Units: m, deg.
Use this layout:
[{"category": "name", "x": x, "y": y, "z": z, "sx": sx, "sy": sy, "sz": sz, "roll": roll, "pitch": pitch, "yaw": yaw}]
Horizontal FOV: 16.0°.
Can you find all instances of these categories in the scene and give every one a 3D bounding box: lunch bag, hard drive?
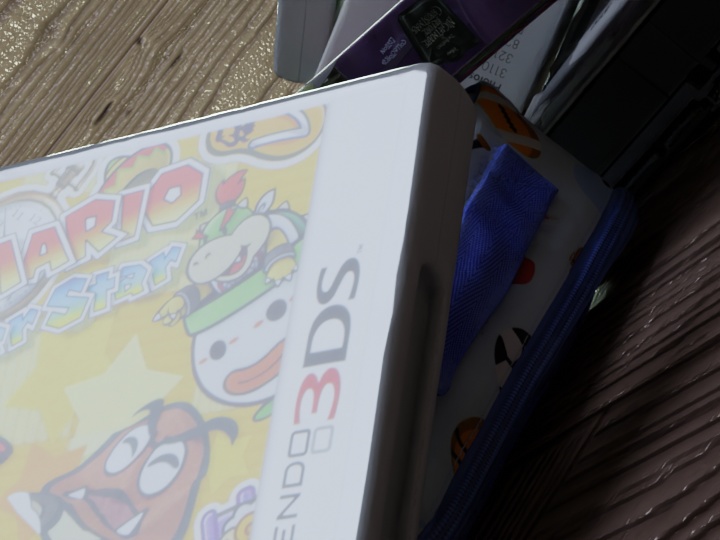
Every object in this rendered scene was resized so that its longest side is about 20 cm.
[{"category": "lunch bag", "x": -0.009, "y": 0.046, "z": 0.640, "sx": 0.160, "sy": 0.075, "sz": 0.200, "roll": -46, "pitch": 7, "yaw": 38}, {"category": "hard drive", "x": 0.111, "y": -0.100, "z": 0.787, "sx": 0.140, "sy": 0.038, "sz": 0.200, "roll": -50, "pitch": 6, "yaw": 32}]

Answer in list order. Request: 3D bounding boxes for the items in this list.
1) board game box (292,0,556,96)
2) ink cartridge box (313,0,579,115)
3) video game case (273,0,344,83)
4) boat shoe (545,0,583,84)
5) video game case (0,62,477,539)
[{"category": "board game box", "x": 0.036, "y": -0.075, "z": 0.688, "sx": 0.200, "sy": 0.032, "sz": 0.120, "roll": -39, "pitch": 5, "yaw": 33}, {"category": "ink cartridge box", "x": 0.040, "y": -0.100, "z": 0.838, "sx": 0.115, "sy": 0.067, "sz": 0.201, "roll": -43, "pitch": -25, "yaw": -80}, {"category": "video game case", "x": 0.001, "y": -0.195, "z": 0.851, "sx": 0.183, "sy": 0.022, "sz": 0.201, "roll": -79, "pitch": -4, "yaw": -48}, {"category": "boat shoe", "x": 0.029, "y": -0.059, "z": 1.098, "sx": 0.199, "sy": 0.068, "sz": 0.074, "roll": -49, "pitch": 5, "yaw": 41}, {"category": "video game case", "x": -0.075, "y": 0.053, "z": 0.544, "sx": 0.199, "sy": 0.023, "sz": 0.183, "roll": -12, "pitch": 53, "yaw": 31}]
